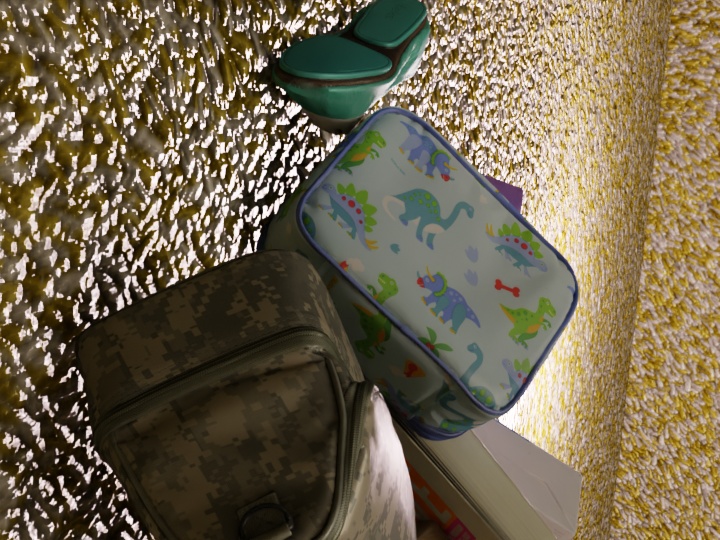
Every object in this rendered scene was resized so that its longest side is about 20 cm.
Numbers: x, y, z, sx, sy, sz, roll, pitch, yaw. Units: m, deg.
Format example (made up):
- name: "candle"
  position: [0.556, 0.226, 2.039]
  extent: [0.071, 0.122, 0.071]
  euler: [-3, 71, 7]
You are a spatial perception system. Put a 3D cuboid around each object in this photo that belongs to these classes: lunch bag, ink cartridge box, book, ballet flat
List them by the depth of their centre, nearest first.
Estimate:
- name: "lunch bag"
  position: [-0.043, 0.116, 0.664]
  extent: [0.201, 0.138, 0.169]
  euler: [71, -2, -54]
- name: "lunch bag"
  position: [0.043, 0.000, 0.864]
  extent: [0.161, 0.200, 0.082]
  euler: [-52, -172, -37]
- name: "ballet flat"
  position: [-0.004, -0.131, 0.887]
  extent: [0.200, 0.067, 0.071]
  euler: [-47, 155, -56]
- name: "book"
  position: [0.053, 0.165, 0.915]
  extent: [0.048, 0.200, 0.134]
  euler: [-31, 163, -34]
- name: "ink cartridge box"
  position: [0.068, 0.208, 1.027]
  extent: [0.200, 0.116, 0.068]
  euler: [-49, -167, 36]

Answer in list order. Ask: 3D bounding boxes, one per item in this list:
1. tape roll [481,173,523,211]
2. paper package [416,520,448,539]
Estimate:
- name: "tape roll"
  position: [0.066, 0.019, 1.036]
  extent: [0.200, 0.065, 0.202]
  euler: [-160, -90, -90]
- name: "paper package"
  position: [0.009, 0.294, 0.853]
  extent: [0.200, 0.103, 0.192]
  euler: [-35, 97, -45]
